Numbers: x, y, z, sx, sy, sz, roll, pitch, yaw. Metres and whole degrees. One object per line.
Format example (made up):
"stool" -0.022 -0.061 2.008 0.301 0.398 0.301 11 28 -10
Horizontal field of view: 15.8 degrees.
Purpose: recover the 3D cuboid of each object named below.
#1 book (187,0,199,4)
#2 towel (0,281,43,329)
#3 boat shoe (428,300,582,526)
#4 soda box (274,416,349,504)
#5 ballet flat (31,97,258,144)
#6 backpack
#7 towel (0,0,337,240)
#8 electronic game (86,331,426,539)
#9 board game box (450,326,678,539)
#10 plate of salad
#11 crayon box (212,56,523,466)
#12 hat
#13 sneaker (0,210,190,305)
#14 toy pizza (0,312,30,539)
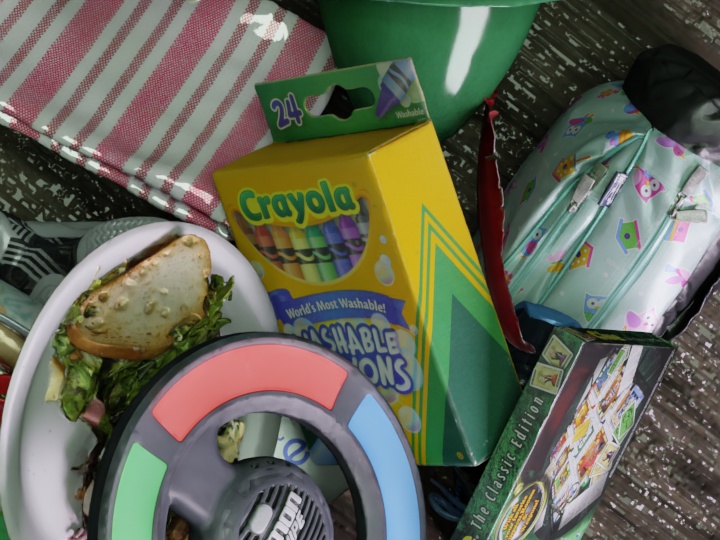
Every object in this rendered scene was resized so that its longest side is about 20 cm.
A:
"book" -0.024 -0.228 1.404 0.199 0.134 0.048 -21 127 -8
"towel" -0.223 0.084 1.354 0.171 0.048 0.200 30 121 -7
"boat shoe" 0.073 0.105 1.394 0.084 0.201 0.069 12 43 16
"soda box" -0.046 0.103 1.428 0.200 0.063 0.068 -38 97 -7
"ballet flat" -0.085 -0.078 1.423 0.199 0.067 0.063 15 84 -9
"backpack" 0.141 -0.022 1.421 0.126 0.167 0.200 36 103 0
"towel" -0.119 -0.115 1.390 0.199 0.030 0.147 28 57 2
"electronic game" -0.046 0.130 1.249 0.199 0.042 0.201 3 85 -39
"board game box" 0.089 0.121 1.327 0.023 0.105 0.201 32 104 28
"plate of salad" -0.097 0.077 1.273 0.200 0.048 0.201 -17 112 -49
"crayon box" 0.000 0.000 1.320 0.051 0.125 0.201 -28 105 -39
"hat" 0.033 -0.076 1.401 0.165 0.200 0.177 5 106 11
"sneaker" -0.152 0.007 1.409 0.199 0.115 0.076 0 86 26
"toy pizza" -0.217 0.100 1.309 0.199 0.032 0.201 6 120 10
